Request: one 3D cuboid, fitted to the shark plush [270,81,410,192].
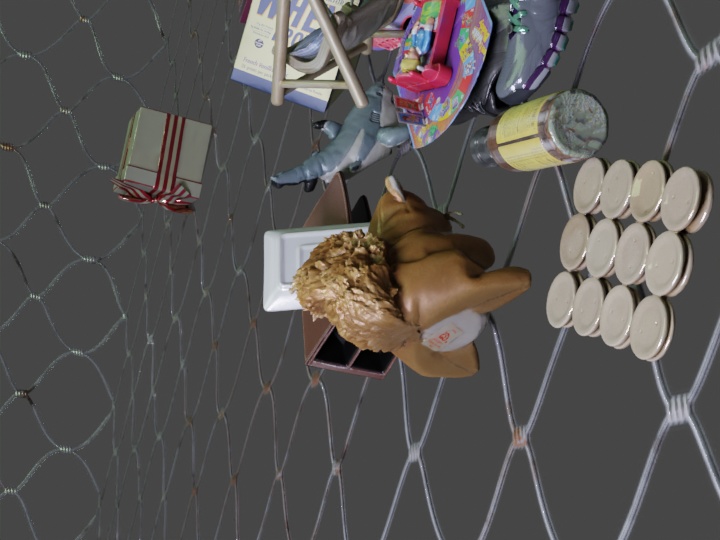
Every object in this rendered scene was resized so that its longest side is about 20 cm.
[{"bbox_3d":[-0.029,-0.151,1.601,0.083,0.200,0.091,56,167,-1],"label":"shark plush"}]

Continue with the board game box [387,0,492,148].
[{"bbox_3d":[0.066,-0.228,1.332,0.158,0.039,0.201,-56,31,35],"label":"board game box"}]

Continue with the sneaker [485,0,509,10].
[{"bbox_3d":[0.106,-0.268,1.409,0.070,0.080,0.201,-127,52,-68],"label":"sneaker"}]

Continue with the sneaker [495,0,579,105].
[{"bbox_3d":[0.154,-0.253,1.189,0.201,0.087,0.074,-64,21,0],"label":"sneaker"}]

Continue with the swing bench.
[{"bbox_3d":[-0.013,-0.308,1.459,0.129,0.199,0.201,6,119,34],"label":"swing bench"}]

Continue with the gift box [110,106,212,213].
[{"bbox_3d":[-0.421,-0.226,2.751,0.200,0.184,0.188,161,120,-75],"label":"gift box"}]

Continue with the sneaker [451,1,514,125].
[{"bbox_3d":[0.125,-0.188,1.324,0.200,0.076,0.091,134,137,-61],"label":"sneaker"}]

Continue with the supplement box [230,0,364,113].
[{"bbox_3d":[-0.061,-0.343,1.746,0.200,0.134,0.201,-63,-8,-68],"label":"supplement box"}]

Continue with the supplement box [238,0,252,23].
[{"bbox_3d":[-0.145,-0.499,2.214,0.086,0.110,0.201,119,154,-43],"label":"supplement box"}]

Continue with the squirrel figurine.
[{"bbox_3d":[0.035,-0.005,1.277,0.142,0.199,0.187,109,148,-43],"label":"squirrel figurine"}]

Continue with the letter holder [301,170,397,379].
[{"bbox_3d":[0.000,0.000,1.538,0.201,0.100,0.142,-97,28,-42],"label":"letter holder"}]

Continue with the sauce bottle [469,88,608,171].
[{"bbox_3d":[0.156,-0.124,1.205,0.200,0.064,0.065,-177,98,-72],"label":"sauce bottle"}]

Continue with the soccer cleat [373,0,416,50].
[{"bbox_3d":[0.047,-0.304,1.631,0.200,0.066,0.077,147,117,-66],"label":"soccer cleat"}]

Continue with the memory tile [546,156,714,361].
[{"bbox_3d":[0.212,-0.015,1.059,0.200,0.017,0.154,-156,78,-71],"label":"memory tile"}]

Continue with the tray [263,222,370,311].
[{"bbox_3d":[-0.008,-0.013,1.428,0.022,0.199,0.108,81,-175,-55],"label":"tray"}]
